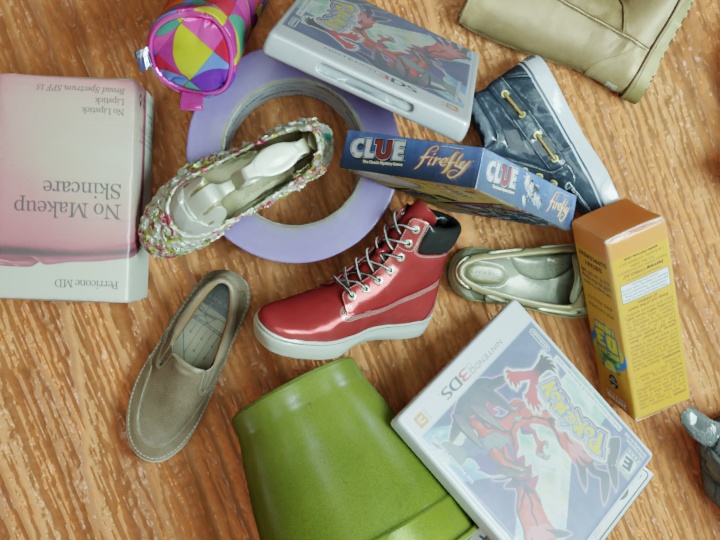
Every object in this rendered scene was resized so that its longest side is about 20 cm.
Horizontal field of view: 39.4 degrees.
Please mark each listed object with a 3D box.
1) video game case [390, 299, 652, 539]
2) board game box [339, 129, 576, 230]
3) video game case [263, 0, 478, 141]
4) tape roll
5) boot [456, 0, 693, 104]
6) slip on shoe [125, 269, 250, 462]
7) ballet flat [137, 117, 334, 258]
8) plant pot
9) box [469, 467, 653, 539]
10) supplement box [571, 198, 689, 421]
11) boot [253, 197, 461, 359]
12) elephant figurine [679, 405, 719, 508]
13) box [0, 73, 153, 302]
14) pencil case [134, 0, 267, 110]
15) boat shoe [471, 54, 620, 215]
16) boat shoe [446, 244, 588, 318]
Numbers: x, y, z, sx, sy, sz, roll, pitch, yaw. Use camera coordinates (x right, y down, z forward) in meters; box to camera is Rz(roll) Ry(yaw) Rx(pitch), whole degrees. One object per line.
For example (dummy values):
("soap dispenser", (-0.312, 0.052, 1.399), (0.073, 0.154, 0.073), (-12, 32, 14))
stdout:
("video game case", (0.152, 0.155, 0.918), (0.200, 0.023, 0.182), (48, 60, 2))
("board game box", (0.093, -0.078, 0.893), (0.134, 0.199, 0.035), (13, 89, 33))
("video game case", (0.019, -0.197, 0.908), (0.181, 0.200, 0.023), (24, 119, -4))
("tape roll", (-0.063, -0.108, 0.960), (0.198, 0.085, 0.202), (0, 92, -4))
("boot", (0.220, -0.279, 0.987), (0.199, 0.066, 0.176), (27, 89, -2))
("slip on shoe", (-0.167, 0.092, 0.967), (0.076, 0.061, 0.201), (31, 89, -4))
("ballet flat", (-0.112, -0.078, 0.884), (0.199, 0.064, 0.076), (-33, 93, -2))
("plant pot", (-0.021, 0.192, 0.926), (0.199, 0.200, 0.194), (-26, 81, -3))
("box", (0.178, 0.240, 0.992), (0.116, 0.060, 0.201), (37, 88, -4))
("supplement box", (0.257, 0.039, 0.954), (0.068, 0.067, 0.202), (-23, 115, -11))
("boot", (0.000, 0.000, 0.909), (0.199, 0.072, 0.145), (-10, 133, -37))
("elephant figurine", (0.435, 0.163, 0.989), (0.199, 0.156, 0.141), (-37, 50, -13))
("box", (-0.264, -0.073, 0.934), (0.126, 0.109, 0.202), (2, 90, -4))
("pencil case", (-0.134, -0.225, 0.902), (0.087, 0.201, 0.089), (3, 125, 5))
("boat shoe", (0.181, -0.103, 0.989), (0.090, 0.071, 0.201), (-30, 90, 5))
("boat shoe", (0.187, 0.008, 0.988), (0.198, 0.063, 0.074), (7, 90, -4))
